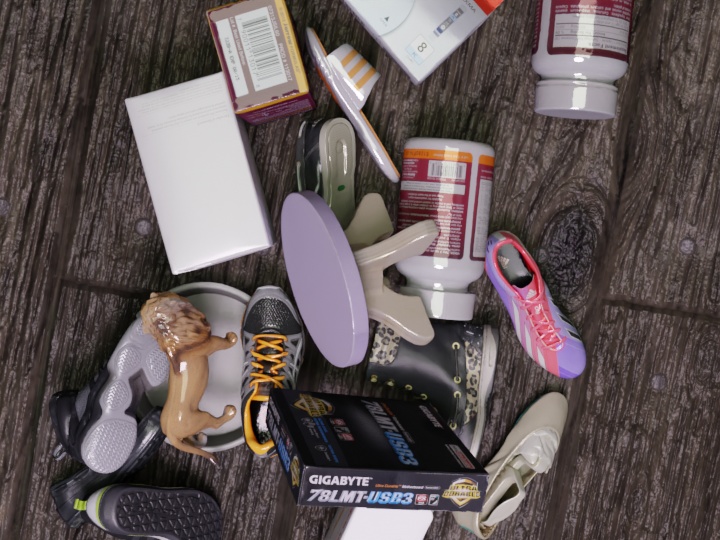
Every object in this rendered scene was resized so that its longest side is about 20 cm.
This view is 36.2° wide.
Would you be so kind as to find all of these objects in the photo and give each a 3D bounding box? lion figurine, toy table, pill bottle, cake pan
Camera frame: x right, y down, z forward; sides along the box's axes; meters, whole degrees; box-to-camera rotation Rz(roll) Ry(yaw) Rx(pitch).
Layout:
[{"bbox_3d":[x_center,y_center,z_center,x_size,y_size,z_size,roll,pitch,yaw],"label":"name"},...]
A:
[{"bbox_3d":[-0.195,0.125,1.237,0.071,0.122,0.204,-8,83,27],"label":"lion figurine"},{"bbox_3d":[0.000,0.000,1.220,0.115,0.183,0.203,-9,78,-29],"label":"toy table"},{"bbox_3d":[0.095,-0.049,1.283,0.107,0.110,0.204,5,93,-1],"label":"pill bottle"},{"bbox_3d":[0.257,-0.282,1.271,0.112,0.114,0.204,5,93,-1],"label":"pill bottle"},{"bbox_3d":[-0.185,0.114,1.325,0.196,0.037,0.204,0,93,-1],"label":"cake pan"}]

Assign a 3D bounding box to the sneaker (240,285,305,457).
[{"bbox_3d":[-0.104,0.119,1.270,0.077,0.077,0.204,0,91,1],"label":"sneaker"}]

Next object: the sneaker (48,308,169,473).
[{"bbox_3d":[-0.293,0.131,1.265,0.112,0.075,0.203,-2,57,38],"label":"sneaker"}]

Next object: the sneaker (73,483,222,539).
[{"bbox_3d":[-0.247,0.285,1.291,0.082,0.199,0.073,-8,63,37],"label":"sneaker"}]

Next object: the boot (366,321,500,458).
[{"bbox_3d":[0.078,0.152,1.316,0.151,0.073,0.207,12,93,3],"label":"boot"}]

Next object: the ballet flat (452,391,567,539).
[{"bbox_3d":[0.191,0.238,1.317,0.069,0.069,0.201,38,95,-2],"label":"ballet flat"}]

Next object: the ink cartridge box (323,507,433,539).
[{"bbox_3d":[0.018,0.290,1.253,0.084,0.200,0.146,24,92,-2],"label":"ink cartridge box"}]

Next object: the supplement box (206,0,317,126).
[{"bbox_3d":[-0.105,-0.231,1.227,0.084,0.200,0.112,-15,93,1],"label":"supplement box"}]

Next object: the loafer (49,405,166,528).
[{"bbox_3d":[-0.298,0.223,1.298,0.071,0.068,0.201,47,111,6],"label":"loafer"}]

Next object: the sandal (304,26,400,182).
[{"bbox_3d":[0.004,-0.204,1.296,0.059,0.079,0.208,-33,101,0],"label":"sandal"}]

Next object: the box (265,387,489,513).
[{"bbox_3d":[0.011,0.188,1.163,0.195,0.200,0.051,6,105,-16],"label":"box"}]

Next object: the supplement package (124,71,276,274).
[{"bbox_3d":[-0.181,-0.110,1.272,0.118,0.121,0.203,-16,92,0],"label":"supplement package"}]

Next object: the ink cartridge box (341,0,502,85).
[{"bbox_3d":[0.086,-0.347,1.299,0.200,0.047,0.160,-43,92,4],"label":"ink cartridge box"}]

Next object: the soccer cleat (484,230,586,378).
[{"bbox_3d":[0.206,0.043,1.305,0.066,0.076,0.202,-30,92,1],"label":"soccer cleat"}]

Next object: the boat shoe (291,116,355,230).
[{"bbox_3d":[-0.048,-0.081,1.313,0.067,0.071,0.204,9,102,37],"label":"boat shoe"}]
